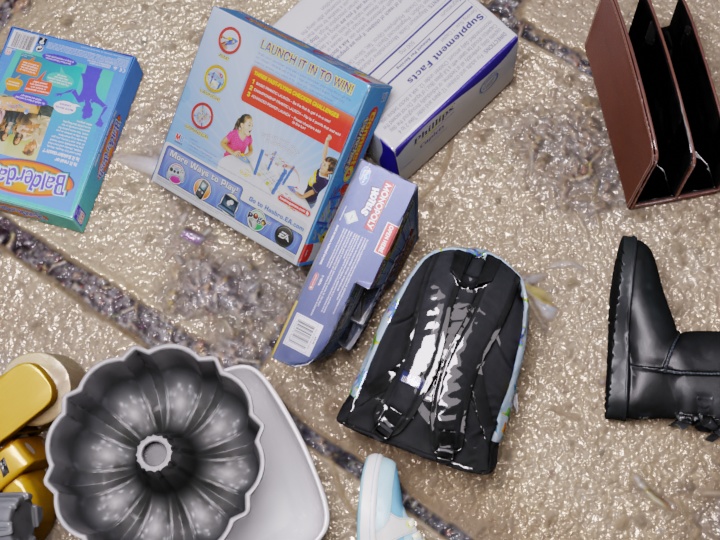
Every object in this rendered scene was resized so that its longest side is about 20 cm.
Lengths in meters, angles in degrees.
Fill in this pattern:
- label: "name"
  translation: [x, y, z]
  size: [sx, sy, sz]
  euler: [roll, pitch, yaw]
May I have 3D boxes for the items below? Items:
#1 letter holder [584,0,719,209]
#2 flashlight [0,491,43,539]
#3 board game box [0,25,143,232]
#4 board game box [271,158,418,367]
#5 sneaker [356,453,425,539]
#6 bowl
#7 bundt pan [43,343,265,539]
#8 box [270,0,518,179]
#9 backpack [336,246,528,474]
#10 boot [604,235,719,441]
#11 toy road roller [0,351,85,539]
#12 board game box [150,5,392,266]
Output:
- label: "letter holder"
  translation: [0.310, -0.188, 1.172]
  size: [0.100, 0.142, 0.201]
  euler: [-10, 71, 0]
- label: "flashlight"
  translation: [-0.390, 0.229, 1.007]
  size: [0.199, 0.068, 0.068]
  euler: [-5, 47, 11]
- label: "board game box"
  translation: [-0.344, -0.156, 1.251]
  size: [0.151, 0.045, 0.201]
  euler: [15, 73, 8]
- label: "board game box"
  translation: [0.000, 0.000, 1.122]
  size: [0.061, 0.200, 0.201]
  euler: [26, 95, 9]
- label: "sneaker"
  translation: [0.063, 0.272, 1.073]
  size: [0.130, 0.080, 0.201]
  euler: [-3, 81, 4]
- label: "bowl"
  translation: [-0.141, 0.215, 1.104]
  size: [0.199, 0.075, 0.201]
  euler: [-26, 72, -5]
- label: "bundt pan"
  translation: [-0.180, 0.173, 1.042]
  size: [0.200, 0.076, 0.203]
  euler: [-1, 72, 4]
- label: "box"
  translation: [0.035, -0.230, 1.221]
  size: [0.184, 0.105, 0.200]
  euler: [-43, 74, -9]
- label: "backpack"
  translation: [0.086, 0.074, 1.112]
  size: [0.162, 0.154, 0.201]
  euler: [16, 95, 11]
- label: "boot"
  translation: [0.327, 0.069, 1.125]
  size: [0.161, 0.073, 0.200]
  euler: [4, 79, 7]
- label: "toy road roller"
  translation: [-0.333, 0.187, 1.104]
  size: [0.200, 0.123, 0.146]
  euler: [-40, 86, -4]
- label: "board game box"
  translation: [-0.094, -0.138, 1.163]
  size: [0.199, 0.056, 0.197]
  euler: [30, 108, 20]
